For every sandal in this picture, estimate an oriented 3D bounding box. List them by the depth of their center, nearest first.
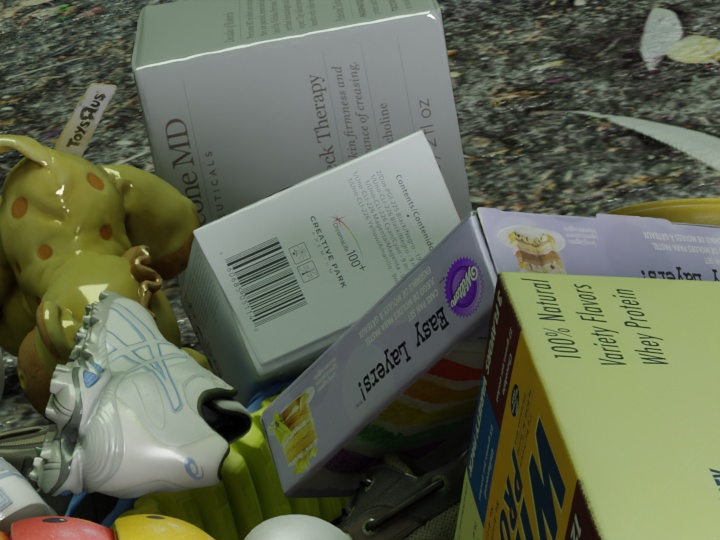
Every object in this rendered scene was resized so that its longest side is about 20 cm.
[{"bbox_3d":[-0.075,0.107,1.268,0.087,0.080,0.199,4,22,45],"label":"sandal"}]

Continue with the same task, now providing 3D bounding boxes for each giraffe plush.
[{"bbox_3d":[-0.157,0.019,1.475,0.171,0.201,0.163,-6,49,-22],"label":"giraffe plush"}]

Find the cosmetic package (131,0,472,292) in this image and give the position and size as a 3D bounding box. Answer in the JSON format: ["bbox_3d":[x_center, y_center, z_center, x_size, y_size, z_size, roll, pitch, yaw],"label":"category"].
[{"bbox_3d":[-0.038,-0.096,1.678,0.199,0.168,0.166,-11,20,0],"label":"cosmetic package"}]

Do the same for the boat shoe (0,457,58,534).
[{"bbox_3d":[-0.182,0.112,1.173,0.070,0.072,0.201,-37,-11,-14],"label":"boat shoe"}]

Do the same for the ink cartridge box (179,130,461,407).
[{"bbox_3d":[0.000,0.000,1.353,0.175,0.084,0.200,-24,-7,-11],"label":"ink cartridge box"}]

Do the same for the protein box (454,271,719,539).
[{"bbox_3d":[0.154,0.108,0.938,0.199,0.136,0.199,3,27,-10],"label":"protein box"}]

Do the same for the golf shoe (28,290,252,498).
[{"bbox_3d":[-0.101,0.068,1.225,0.097,0.079,0.200,11,16,-3],"label":"golf shoe"}]

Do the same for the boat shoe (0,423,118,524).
[{"bbox_3d":[-0.177,0.119,1.307,0.199,0.075,0.073,-9,7,-24],"label":"boat shoe"}]

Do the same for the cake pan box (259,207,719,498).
[{"bbox_3d":[0.081,0.042,1.169,0.199,0.053,0.184,3,-31,-39],"label":"cake pan box"}]

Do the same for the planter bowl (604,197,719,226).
[{"bbox_3d":[0.209,0.030,1.270,0.199,0.084,0.200,8,-12,2],"label":"planter bowl"}]

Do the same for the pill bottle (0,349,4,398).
[{"bbox_3d":[-0.292,0.084,1.384,0.114,0.115,0.200,2,22,31],"label":"pill bottle"}]

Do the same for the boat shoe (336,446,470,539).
[{"bbox_3d":[0.027,0.112,1.138,0.199,0.065,0.073,-26,-9,5],"label":"boat shoe"}]

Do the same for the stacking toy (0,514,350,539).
[{"bbox_3d":[-0.096,0.147,1.036,0.199,0.147,0.146,-17,20,-9],"label":"stacking toy"}]
